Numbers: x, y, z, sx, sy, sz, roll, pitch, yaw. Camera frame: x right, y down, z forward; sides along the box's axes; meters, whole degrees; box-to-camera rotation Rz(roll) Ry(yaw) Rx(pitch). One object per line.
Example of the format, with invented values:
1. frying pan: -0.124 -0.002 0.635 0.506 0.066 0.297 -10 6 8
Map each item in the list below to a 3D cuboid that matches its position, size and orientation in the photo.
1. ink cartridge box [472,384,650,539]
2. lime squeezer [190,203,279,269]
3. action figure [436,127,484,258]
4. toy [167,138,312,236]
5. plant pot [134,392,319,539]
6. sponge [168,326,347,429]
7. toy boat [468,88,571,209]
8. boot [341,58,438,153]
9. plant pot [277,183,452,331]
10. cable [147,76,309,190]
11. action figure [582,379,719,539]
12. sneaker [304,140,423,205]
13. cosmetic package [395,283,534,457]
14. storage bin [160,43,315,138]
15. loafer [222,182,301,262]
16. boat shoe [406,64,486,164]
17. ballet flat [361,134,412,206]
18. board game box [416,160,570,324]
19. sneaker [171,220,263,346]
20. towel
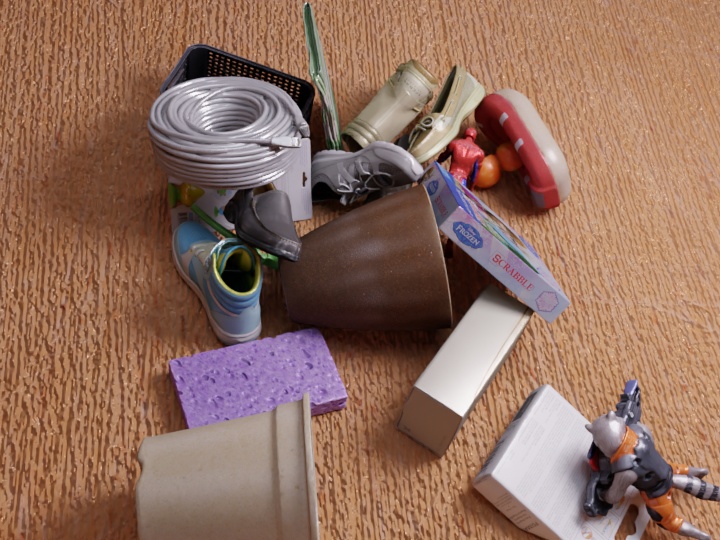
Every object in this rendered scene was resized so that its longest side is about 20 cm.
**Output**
1. ink cartridge box: 0.253 0.262 1.283 0.200 0.057 0.163 45 52 -4
2. lime squeezer: -0.131 -0.040 1.406 0.199 0.038 0.071 13 68 -19
3. action figure: 0.129 -0.110 1.531 0.065 0.099 0.201 20 72 -1
4. toy: -0.168 -0.118 1.445 0.199 0.116 0.047 -10 23 -23
5. plant pot: -0.138 0.237 1.117 0.183 0.201 0.201 -4 53 -3
6. sponge: -0.125 0.139 1.285 0.199 0.030 0.112 -12 56 -22
7. toy boat: 0.219 -0.170 1.572 0.130 0.131 0.200 -27 58 3
8. boot: 0.039 -0.230 1.571 0.073 0.200 0.156 42 90 -6
9. plant pot: 0.000 0.000 1.345 0.199 0.187 0.188 -11 54 -1
10. cable: -0.172 -0.181 1.362 0.199 0.069 0.200 -8 39 -9
11. action figure: 0.352 0.220 1.268 0.193 0.105 0.201 34 56 -19
12. sneaker: 0.002 -0.122 1.457 0.075 0.199 0.082 43 59 -35
13. cosmetic package: 0.131 0.121 1.315 0.073 0.104 0.200 31 53 11
14. storage bin: -0.179 -0.226 1.521 0.199 0.094 0.136 20 51 3
15. loafer: -0.116 -0.069 1.311 0.073 0.072 0.200 23 10 -32
16. boat shoe: 0.113 -0.223 1.538 0.063 0.073 0.201 46 59 -12
17. ballet flat: 0.041 -0.114 1.523 0.067 0.046 0.201 31 54 -17
18. board game box: 0.169 -0.041 1.378 0.199 0.041 0.200 39 14 -19
19. sneaker: -0.177 -0.017 1.331 0.079 0.131 0.200 -21 58 -26
20. towel: -0.054 -0.256 1.511 0.023 0.200 0.153 -11 52 3
